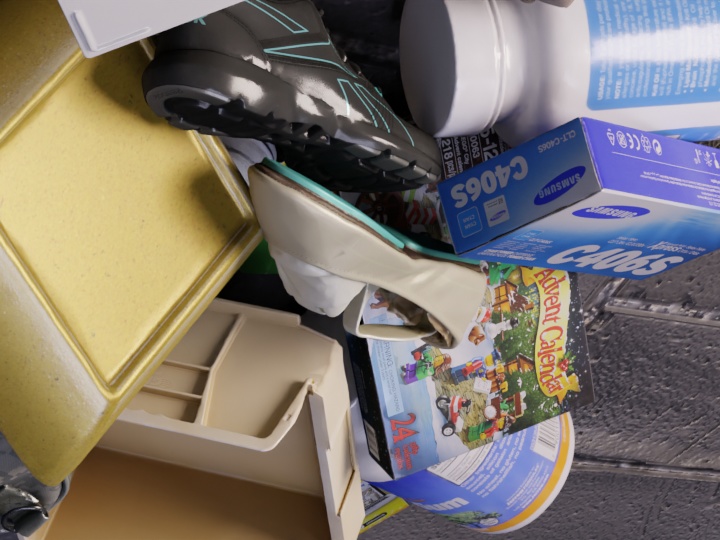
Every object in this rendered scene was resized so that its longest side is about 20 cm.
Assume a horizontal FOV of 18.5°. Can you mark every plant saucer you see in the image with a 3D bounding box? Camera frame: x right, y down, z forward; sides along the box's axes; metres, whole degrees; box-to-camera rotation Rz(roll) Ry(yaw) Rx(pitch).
[{"bbox_3d":[-0.130,-0.032,1.061,0.048,0.200,0.201,-1,130,42],"label":"plant saucer"}]

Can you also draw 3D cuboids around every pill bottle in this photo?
[{"bbox_3d":[0.039,0.089,1.401,0.112,0.113,0.199,-38,139,22],"label":"pill bottle"},{"bbox_3d":[0.127,-0.121,1.181,0.198,0.113,0.113,-6,141,-20],"label":"pill bottle"}]

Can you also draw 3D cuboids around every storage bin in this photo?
[{"bbox_3d":[-0.108,0.106,1.296,0.197,0.094,0.201,11,144,14],"label":"storage bin"}]

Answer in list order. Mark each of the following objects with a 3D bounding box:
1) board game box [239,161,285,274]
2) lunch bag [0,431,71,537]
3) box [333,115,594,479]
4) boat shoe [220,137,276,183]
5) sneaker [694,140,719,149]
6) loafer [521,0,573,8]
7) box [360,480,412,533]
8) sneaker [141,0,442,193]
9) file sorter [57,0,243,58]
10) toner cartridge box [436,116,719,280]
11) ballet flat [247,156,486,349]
[{"bbox_3d":[0.027,-0.039,1.307,0.198,0.030,0.096,-4,139,-26],"label":"board game box"},{"bbox_3d":[-0.230,0.029,1.128,0.139,0.201,0.167,-35,138,23],"label":"lunch bag"},{"bbox_3d":[0.056,0.005,1.270,0.136,0.038,0.202,-20,117,-17],"label":"box"},{"bbox_3d":[-0.123,-0.056,1.161,0.201,0.087,0.075,16,131,-38],"label":"boat shoe"},{"bbox_3d":[0.220,-0.048,1.345,0.200,0.077,0.111,-40,130,14],"label":"sneaker"},{"bbox_3d":[0.114,-0.161,1.097,0.198,0.063,0.072,-10,166,-23],"label":"loafer"},{"bbox_3d":[-0.080,0.167,1.504,0.199,0.038,0.137,-31,142,13],"label":"box"},{"bbox_3d":[-0.023,-0.093,1.097,0.075,0.080,0.199,-8,160,37],"label":"sneaker"},{"bbox_3d":[-0.060,-0.212,0.964,0.198,0.125,0.139,-20,145,0],"label":"file sorter"},{"bbox_3d":[0.137,-0.035,1.193,0.095,0.044,0.199,-26,162,32],"label":"toner cartridge box"},{"bbox_3d":[0.000,0.000,1.140,0.069,0.070,0.199,-38,147,21],"label":"ballet flat"}]
